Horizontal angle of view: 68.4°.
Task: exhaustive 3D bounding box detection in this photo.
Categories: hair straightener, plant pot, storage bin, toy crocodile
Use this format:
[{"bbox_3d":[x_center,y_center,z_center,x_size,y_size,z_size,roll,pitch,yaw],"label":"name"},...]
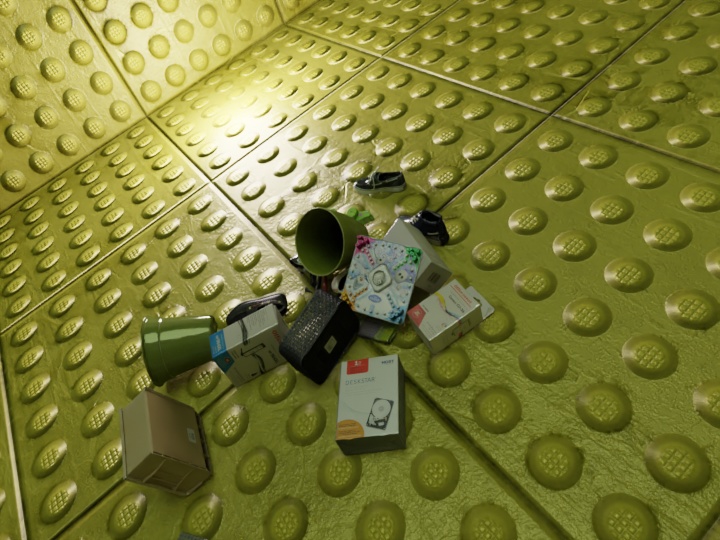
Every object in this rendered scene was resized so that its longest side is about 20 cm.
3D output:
[{"bbox_3d":[-0.134,0.039,1.568,0.074,0.041,0.206,-8,62,9],"label":"hair straightener"},{"bbox_3d":[-0.505,0.209,1.523,0.183,0.204,0.203,-12,44,-4],"label":"plant pot"},{"bbox_3d":[-0.475,0.419,1.296,0.093,0.198,0.201,-41,44,6],"label":"storage bin"},{"bbox_3d":[-0.064,-0.091,1.570,0.182,0.195,0.198,13,13,33],"label":"plant pot"},{"bbox_3d":[-0.047,-0.162,1.726,0.193,0.067,0.064,-2,67,25],"label":"toy crocodile"},{"bbox_3d":[-0.103,0.172,1.378,0.092,0.136,0.203,21,67,36],"label":"storage bin"}]

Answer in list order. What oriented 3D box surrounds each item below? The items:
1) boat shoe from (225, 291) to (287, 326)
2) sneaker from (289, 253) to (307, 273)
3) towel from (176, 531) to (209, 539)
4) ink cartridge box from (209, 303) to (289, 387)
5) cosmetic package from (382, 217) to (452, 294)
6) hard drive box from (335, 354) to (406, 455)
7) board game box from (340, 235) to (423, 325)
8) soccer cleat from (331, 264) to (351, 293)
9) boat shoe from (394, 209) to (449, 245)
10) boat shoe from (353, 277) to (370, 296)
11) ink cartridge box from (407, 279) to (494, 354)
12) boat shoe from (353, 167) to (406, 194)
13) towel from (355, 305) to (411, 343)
[{"bbox_3d":[-0.309,0.126,1.572,0.195,0.075,0.064,-20,35,-1],"label":"boat shoe"},{"bbox_3d":[-0.182,-0.070,1.698,0.113,0.076,0.203,-26,45,3],"label":"sneaker"},{"bbox_3d":[-0.357,0.679,1.124,0.194,0.035,0.196,1,48,28],"label":"towel"},{"bbox_3d":[-0.288,0.205,1.439,0.195,0.148,0.085,-26,42,-1],"label":"ink cartridge box"},{"bbox_3d":[0.156,-0.042,1.469,0.086,0.106,0.202,-50,43,18],"label":"cosmetic package"},{"bbox_3d":[0.026,0.314,1.247,0.150,0.078,0.204,-11,46,14],"label":"hard drive box"},{"bbox_3d":[0.049,0.019,1.404,0.194,0.026,0.207,14,83,27],"label":"board game box"},{"bbox_3d":[0.000,0.000,1.538,0.197,0.070,0.085,-36,12,-5],"label":"soccer cleat"},{"bbox_3d":[0.177,-0.149,1.591,0.196,0.094,0.075,21,59,37],"label":"boat shoe"},{"bbox_3d":[0.065,0.020,1.499,0.069,0.072,0.199,33,54,21],"label":"boat shoe"},{"bbox_3d":[0.231,0.105,1.351,0.197,0.068,0.117,-33,44,-7],"label":"ink cartridge box"},{"bbox_3d":[0.060,-0.307,1.808,0.193,0.069,0.075,6,51,29],"label":"boat shoe"},{"bbox_3d":[0.029,0.120,1.463,0.195,0.023,0.145,15,57,34],"label":"towel"}]
